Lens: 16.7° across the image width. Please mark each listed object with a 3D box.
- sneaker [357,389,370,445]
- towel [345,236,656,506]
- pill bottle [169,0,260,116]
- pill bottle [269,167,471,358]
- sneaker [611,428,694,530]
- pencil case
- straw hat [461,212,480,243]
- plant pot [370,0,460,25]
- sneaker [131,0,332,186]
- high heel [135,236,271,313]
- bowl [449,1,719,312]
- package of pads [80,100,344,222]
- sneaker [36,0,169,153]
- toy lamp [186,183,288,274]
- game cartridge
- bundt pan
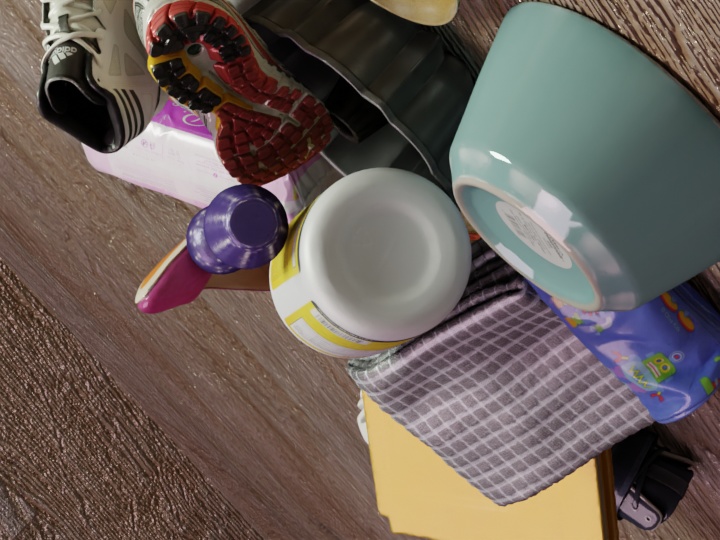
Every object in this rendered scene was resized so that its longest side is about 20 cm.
[{"bbox_3d":[0.040,0.050,1.997,0.080,0.200,0.088,8,142,-21],"label":"sneaker"},{"bbox_3d":[0.111,0.067,1.714,0.166,0.086,0.200,42,131,-17],"label":"towel"},{"bbox_3d":[-0.132,-0.184,1.767,0.200,0.112,0.112,32,164,39],"label":"pill bottle"},{"bbox_3d":[0.000,0.000,1.638,0.112,0.112,0.200,43,168,-4],"label":"pill bottle"},{"bbox_3d":[0.193,0.125,1.931,0.146,0.077,0.202,28,155,19],"label":"sneaker"},{"bbox_3d":[0.167,0.009,1.599,0.200,0.078,0.087,47,140,-19],"label":"pencil case"},{"bbox_3d":[0.101,0.015,1.797,0.201,0.085,0.201,39,168,10],"label":"straw hat"},{"bbox_3d":[-0.011,-0.225,1.459,0.200,0.027,0.200,40,167,11],"label":"plant pot"},{"bbox_3d":[-0.082,-0.128,1.585,0.200,0.078,0.082,54,-173,-50],"label":"sneaker"},{"bbox_3d":[-0.089,0.007,1.815,0.096,0.067,0.200,49,-150,-1],"label":"high heel"},{"bbox_3d":[0.130,-0.051,1.444,0.201,0.105,0.201,40,169,10],"label":"bowl"},{"bbox_3d":[-0.095,-0.101,1.807,0.200,0.121,0.076,19,132,29],"label":"package of pads"},{"bbox_3d":[-0.173,-0.167,1.544,0.115,0.076,0.201,-75,-30,-63],"label":"sneaker"},{"bbox_3d":[-0.083,-0.027,1.652,0.058,0.058,0.200,43,173,-7],"label":"toy lamp"},{"bbox_3d":[0.097,0.133,1.892,0.200,0.032,0.176,7,116,30],"label":"game cartridge"},{"bbox_3d":[0.010,-0.121,1.629,0.202,0.076,0.202,39,167,11],"label":"bundt pan"}]
